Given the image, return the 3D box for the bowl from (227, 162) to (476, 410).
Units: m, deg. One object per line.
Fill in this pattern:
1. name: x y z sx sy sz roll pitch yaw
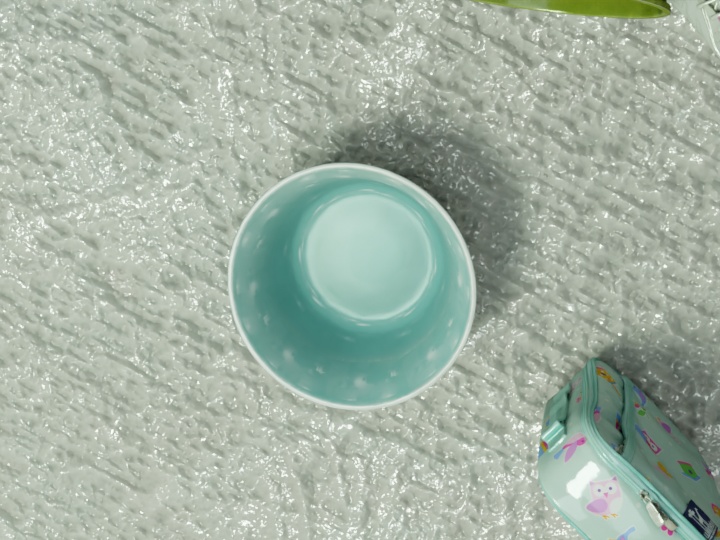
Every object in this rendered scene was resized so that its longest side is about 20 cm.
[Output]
1. bowl: 0.000 0.000 0.999 0.199 0.105 0.203 3 108 9

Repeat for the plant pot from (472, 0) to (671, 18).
1. plant pot: 0.131 -0.289 0.853 0.198 0.200 0.195 8 98 7

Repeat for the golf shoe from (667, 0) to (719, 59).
1. golf shoe: 0.277 -0.195 0.898 0.075 0.092 0.200 -42 94 20

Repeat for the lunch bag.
1. lunch bag: 0.211 0.158 0.959 0.077 0.200 0.160 -42 94 17

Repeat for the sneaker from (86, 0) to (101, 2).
1. sneaker: -0.281 -0.287 0.987 0.200 0.076 0.077 42 131 -4
